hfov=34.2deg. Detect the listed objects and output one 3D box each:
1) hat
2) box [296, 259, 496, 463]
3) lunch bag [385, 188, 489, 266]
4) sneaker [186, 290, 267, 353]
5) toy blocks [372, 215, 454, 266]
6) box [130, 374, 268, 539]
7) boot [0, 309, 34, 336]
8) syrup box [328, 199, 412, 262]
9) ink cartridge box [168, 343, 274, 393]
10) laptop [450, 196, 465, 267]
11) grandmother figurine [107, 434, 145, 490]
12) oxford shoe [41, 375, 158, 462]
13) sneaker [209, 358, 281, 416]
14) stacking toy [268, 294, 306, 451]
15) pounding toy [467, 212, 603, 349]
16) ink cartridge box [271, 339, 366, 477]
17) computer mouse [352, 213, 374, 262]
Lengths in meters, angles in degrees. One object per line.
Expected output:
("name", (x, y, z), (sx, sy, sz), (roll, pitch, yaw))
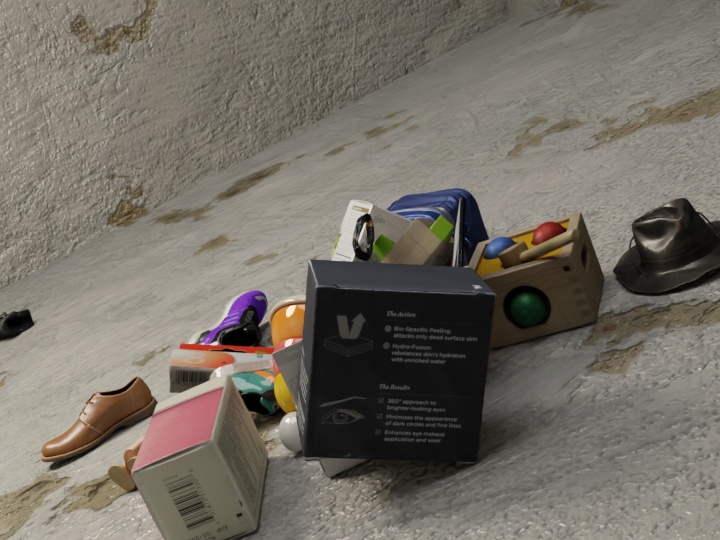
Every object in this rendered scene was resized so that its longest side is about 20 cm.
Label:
("hat", (0.420, -0.049, 1.568), (0.200, 0.081, 0.201), (-20, 17, 6))
("box", (0.035, 0.100, 1.306), (0.196, 0.201, 0.117), (3, 15, -8))
("lunch bag", (0.104, -0.042, 1.876), (0.199, 0.136, 0.132), (-6, 22, 45))
("sneaker", (-0.198, 0.102, 1.980), (0.099, 0.070, 0.200), (-2, 30, 36))
("toy blocks", (0.075, 0.004, 1.644), (0.200, 0.100, 0.137), (-53, -21, 15))
("box", (-0.191, 0.235, 1.429), (0.109, 0.128, 0.200), (-22, 16, 6))
("boot", (-0.895, 0.152, 2.779), (0.199, 0.066, 0.165), (-6, 25, 34))
("syrup box", (0.000, 0.000, 1.785), (0.081, 0.078, 0.201), (17, 87, 62))
("ink cartridge box", (-0.206, 0.133, 1.800), (0.161, 0.050, 0.200), (3, 19, -5))
("laptop", (0.069, 0.034, 1.505), (0.115, 0.187, 0.201), (4, 63, 2))
("grandmother figurine", (-0.275, 0.232, 1.677), (0.121, 0.061, 0.200), (-15, 20, 27))
("oxford shoe", (-0.423, 0.234, 1.855), (0.200, 0.072, 0.071), (-32, 20, -21))
("sneaker", (-0.111, 0.167, 1.661), (0.199, 0.072, 0.080), (-12, 51, -5))
("stacking toy", (-0.072, 0.146, 1.547), (0.146, 0.146, 0.201), (-12, 48, 35))
("pounding toy", (0.234, 0.000, 1.558), (0.183, 0.143, 0.200), (-17, 17, 22))
("ink cartridge box", (0.015, 0.128, 1.396), (0.199, 0.177, 0.045), (-24, 17, -2))
("computer mouse", (0.018, 0.018, 1.558), (0.034, 0.201, 0.059), (-14, -18, 30))
